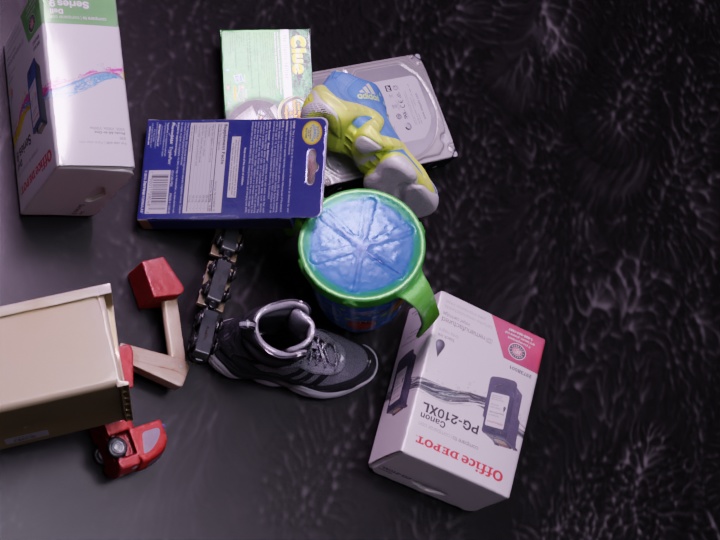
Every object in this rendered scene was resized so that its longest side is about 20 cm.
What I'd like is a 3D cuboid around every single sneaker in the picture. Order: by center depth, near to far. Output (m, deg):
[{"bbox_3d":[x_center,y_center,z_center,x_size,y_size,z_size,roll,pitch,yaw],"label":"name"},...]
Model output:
[{"bbox_3d":[-0.056,0.084,1.589,0.200,0.114,0.076,10,69,-25],"label":"sneaker"},{"bbox_3d":[0.024,-0.152,1.694,0.200,0.076,0.105,43,47,-25],"label":"sneaker"}]

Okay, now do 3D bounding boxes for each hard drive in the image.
[{"bbox_3d":[0.006,-0.174,1.759,0.200,0.038,0.140,-14,79,-30],"label":"hard drive"}]

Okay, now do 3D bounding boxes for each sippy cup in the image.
[{"bbox_3d":[0.000,0.000,1.627,0.140,0.130,0.178,-12,65,-8],"label":"sippy cup"}]

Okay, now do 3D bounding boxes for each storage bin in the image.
[{"bbox_3d":[-0.314,0.102,1.367,0.200,0.199,0.094,-13,76,-11],"label":"storage bin"}]

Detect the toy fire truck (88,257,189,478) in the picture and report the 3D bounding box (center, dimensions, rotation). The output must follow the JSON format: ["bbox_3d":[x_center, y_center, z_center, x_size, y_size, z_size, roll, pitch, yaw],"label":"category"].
[{"bbox_3d":[-0.228,0.099,1.531,0.141,0.049,0.200,-18,82,-33],"label":"toy fire truck"}]

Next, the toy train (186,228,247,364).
[{"bbox_3d":[-0.152,0.015,1.586,0.034,0.046,0.200,20,51,-12],"label":"toy train"}]

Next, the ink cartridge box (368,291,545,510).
[{"bbox_3d":[0.109,0.148,1.671,0.145,0.084,0.200,25,63,-18],"label":"ink cartridge box"}]

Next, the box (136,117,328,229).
[{"bbox_3d":[-0.134,-0.104,1.603,0.200,0.032,0.121,0,69,9],"label":"box"}]

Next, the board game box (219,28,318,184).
[{"bbox_3d":[-0.103,-0.174,1.682,0.105,0.023,0.200,-2,79,-7],"label":"board game box"}]

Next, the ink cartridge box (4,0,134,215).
[{"bbox_3d":[-0.299,-0.170,1.531,0.087,0.145,0.200,-2,74,-28],"label":"ink cartridge box"}]
